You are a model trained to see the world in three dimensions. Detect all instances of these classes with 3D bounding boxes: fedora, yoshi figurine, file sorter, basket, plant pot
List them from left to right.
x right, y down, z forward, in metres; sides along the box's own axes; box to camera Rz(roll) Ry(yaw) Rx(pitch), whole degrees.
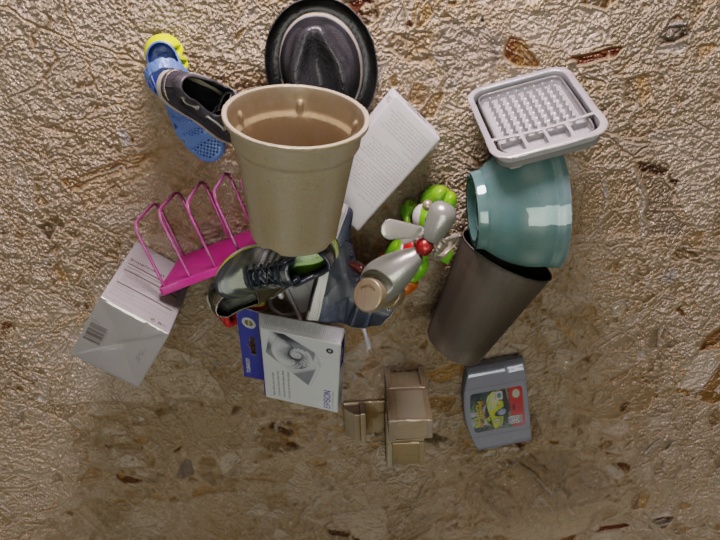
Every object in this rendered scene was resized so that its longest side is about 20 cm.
[{"bbox_3d":[-0.244,-0.074,1.036,0.195,0.140,0.128,-19,112,7],"label":"file sorter"},{"bbox_3d":[-0.091,-0.132,0.894,0.194,0.203,0.187,3,127,-4],"label":"plant pot"},{"bbox_3d":[-0.059,-0.298,0.959,0.195,0.092,0.206,-1,116,-2],"label":"fedora"},{"bbox_3d":[0.106,-0.064,1.083,0.110,0.113,0.202,8,130,-32],"label":"yoshi figurine"},{"bbox_3d":[0.208,0.053,1.119,0.176,0.137,0.203,18,117,-18],"label":"basket"},{"bbox_3d":[0.237,-0.101,1.005,0.130,0.201,0.205,-5,116,1],"label":"plant pot"}]

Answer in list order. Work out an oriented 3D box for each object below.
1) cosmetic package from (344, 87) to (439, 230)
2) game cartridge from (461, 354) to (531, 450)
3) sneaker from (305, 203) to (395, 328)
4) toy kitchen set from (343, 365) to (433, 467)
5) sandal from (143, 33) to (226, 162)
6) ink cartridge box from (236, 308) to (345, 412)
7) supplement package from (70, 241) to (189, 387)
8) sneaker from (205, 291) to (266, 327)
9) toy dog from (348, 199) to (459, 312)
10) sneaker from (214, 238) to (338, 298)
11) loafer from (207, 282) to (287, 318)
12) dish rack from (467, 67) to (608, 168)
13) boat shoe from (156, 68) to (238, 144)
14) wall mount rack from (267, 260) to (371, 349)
[{"bbox_3d":[0.024,-0.178,1.032,0.101,0.072,0.200,38,108,-18],"label":"cosmetic package"},{"bbox_3d":[0.269,0.268,1.273,0.129,0.041,0.205,-10,115,7],"label":"game cartridge"},{"bbox_3d":[0.000,0.000,1.039,0.142,0.077,0.207,13,113,-5],"label":"sneaker"},{"bbox_3d":[0.047,0.315,1.205,0.158,0.181,0.205,-2,112,0],"label":"toy kitchen set"},{"bbox_3d":[-0.273,-0.254,0.977,0.078,0.088,0.203,-26,115,8],"label":"sandal"},{"bbox_3d":[-0.126,0.160,1.119,0.194,0.041,0.203,11,135,8],"label":"ink cartridge box"},{"bbox_3d":[-0.371,0.067,1.060,0.118,0.201,0.122,30,111,-16],"label":"supplement package"},{"bbox_3d":[-0.181,0.025,1.106,0.199,0.077,0.086,-42,78,26],"label":"sneaker"},{"bbox_3d":[0.052,-0.029,0.960,0.200,0.132,0.096,-46,71,-5],"label":"toy dog"},{"bbox_3d":[-0.125,-0.005,0.946,0.195,0.081,0.076,-20,108,1],"label":"sneaker"},{"bbox_3d":[-0.157,0.023,1.030,0.197,0.070,0.076,-31,118,7],"label":"loafer"},{"bbox_3d":[0.259,-0.226,0.958,0.167,0.203,0.044,-14,134,6],"label":"dish rack"},{"bbox_3d":[-0.205,-0.238,0.953,0.198,0.062,0.075,20,84,-45],"label":"boat shoe"},{"bbox_3d":[-0.066,0.071,1.145,0.195,0.075,0.177,-19,116,8],"label":"wall mount rack"}]
